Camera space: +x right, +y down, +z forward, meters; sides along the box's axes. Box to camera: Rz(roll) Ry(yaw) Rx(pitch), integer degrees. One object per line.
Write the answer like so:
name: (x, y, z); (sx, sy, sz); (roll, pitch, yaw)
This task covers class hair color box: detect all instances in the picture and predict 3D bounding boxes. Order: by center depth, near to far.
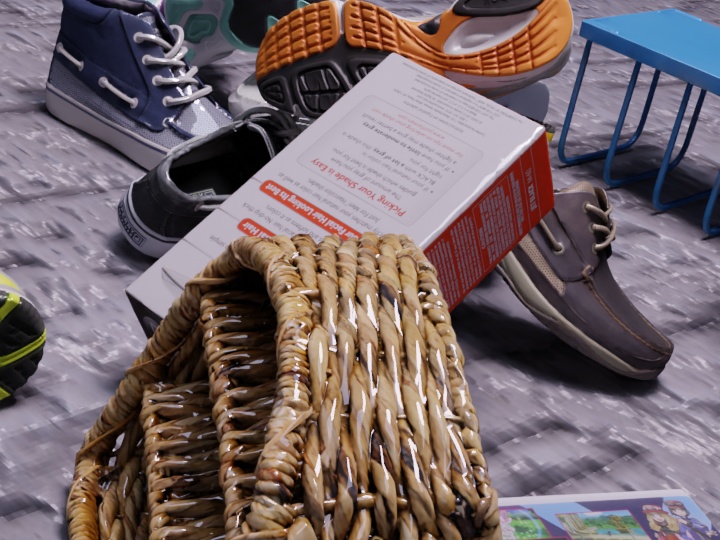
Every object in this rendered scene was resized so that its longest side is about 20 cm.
hair color box: (-0.006, -0.012, 0.712); (0.111, 0.064, 0.200); (32, 63, 34)

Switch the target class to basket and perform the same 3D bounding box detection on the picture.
basket: (-0.041, 0.071, 0.517); (0.147, 0.144, 0.200); (-2, 29, -7)

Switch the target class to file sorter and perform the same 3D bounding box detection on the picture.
file sorter: (0.271, -0.109, 1.087); (0.199, 0.124, 0.138); (31, 30, 33)

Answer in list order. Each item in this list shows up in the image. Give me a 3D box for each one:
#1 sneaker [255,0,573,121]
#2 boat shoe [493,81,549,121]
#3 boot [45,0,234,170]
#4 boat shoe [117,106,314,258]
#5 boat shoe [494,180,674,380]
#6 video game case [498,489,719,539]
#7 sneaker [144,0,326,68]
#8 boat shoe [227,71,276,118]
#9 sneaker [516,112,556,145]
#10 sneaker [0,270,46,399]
sneaker: (0.036, -0.123, 0.859); (0.198, 0.077, 0.092); (-4, -9, 16)
boat shoe: (0.062, -0.143, 1.115); (0.086, 0.075, 0.201); (30, 26, 35)
boot: (-0.136, -0.125, 0.961); (0.199, 0.091, 0.073); (24, 27, 23)
boat shoe: (-0.062, -0.067, 0.875); (0.198, 0.068, 0.074); (-17, 71, -46)
boat shoe: (0.112, -0.020, 0.812); (0.200, 0.073, 0.075); (43, 15, 0)
video game case: (0.094, 0.155, 0.577); (0.198, 0.023, 0.182); (1, 28, -22)
sneaker: (-0.092, -0.212, 1.087); (0.198, 0.078, 0.140); (-11, 21, 24)
boat shoe: (-0.044, -0.155, 1.092); (0.074, 0.069, 0.200); (20, 27, 14)
sneaker: (0.052, -0.061, 0.951); (0.069, 0.091, 0.200); (14, -4, -27)
sneaker: (-0.249, 0.020, 0.645); (0.198, 0.076, 0.076); (11, 16, -29)
